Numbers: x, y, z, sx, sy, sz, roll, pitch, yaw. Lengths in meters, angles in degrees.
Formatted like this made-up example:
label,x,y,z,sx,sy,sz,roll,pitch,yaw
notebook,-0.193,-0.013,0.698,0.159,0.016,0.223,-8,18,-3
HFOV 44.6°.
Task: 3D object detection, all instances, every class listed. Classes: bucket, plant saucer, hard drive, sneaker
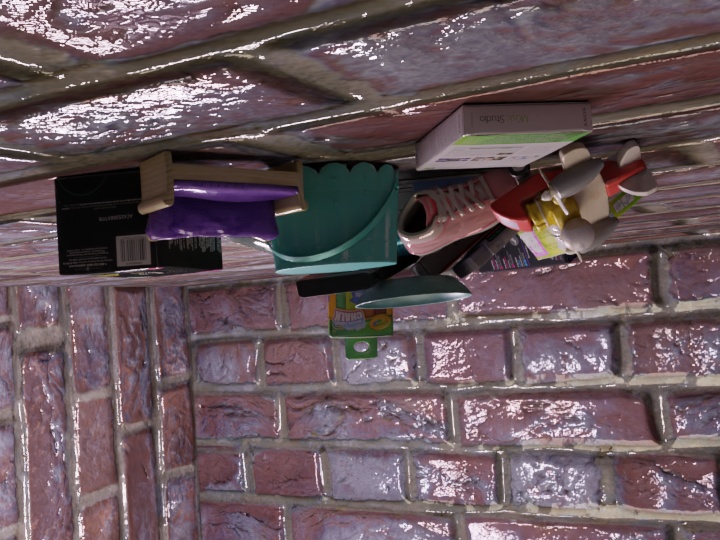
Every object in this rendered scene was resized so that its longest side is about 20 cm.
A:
label,x,y,z,sx,sy,sz,roll,pitch,yaw
bucket,-0.040,-0.069,1.247,0.205,0.136,0.207,-5,176,0
plant saucer,0.088,0.035,1.482,0.198,0.036,0.200,-6,173,-1
hard drive,0.000,0.000,1.480,0.139,0.033,0.200,-8,-171,28
sneaker,0.140,-0.092,1.276,0.199,0.076,0.105,-30,158,11

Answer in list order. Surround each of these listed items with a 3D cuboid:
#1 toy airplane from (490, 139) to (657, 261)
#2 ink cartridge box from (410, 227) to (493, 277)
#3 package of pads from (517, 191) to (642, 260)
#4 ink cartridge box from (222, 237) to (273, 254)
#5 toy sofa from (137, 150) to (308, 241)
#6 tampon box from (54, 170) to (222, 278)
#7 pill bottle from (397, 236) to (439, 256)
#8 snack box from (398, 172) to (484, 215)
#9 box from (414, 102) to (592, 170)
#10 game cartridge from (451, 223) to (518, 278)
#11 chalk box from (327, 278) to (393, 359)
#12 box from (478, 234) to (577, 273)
label,x,y,z,sx,sy,sz,roll,pitch,yaw
toy airplane,0.303,-0.093,1.192,0.198,0.142,0.199,12,151,-22
ink cartridge box,0.183,-0.063,1.509,0.200,0.044,0.174,-42,178,-11
package of pads,0.347,-0.090,1.412,0.154,0.068,0.200,-38,-179,-9
ink cartridge box,-0.138,-0.037,1.486,0.161,0.051,0.200,18,-160,2
toy sofa,-0.169,-0.088,1.090,0.199,0.099,0.083,-1,176,-36
tampon box,-0.298,-0.057,1.205,0.148,0.128,0.200,-4,177,15
pill bottle,0.032,-0.076,1.437,0.198,0.112,0.111,-5,177,11
snack box,0.117,-0.106,1.353,0.198,0.073,0.024,-4,175,9
box,0.154,-0.149,0.993,0.143,0.037,0.200,-3,178,-11
game cartridge,0.244,-0.070,1.478,0.200,0.038,0.130,-42,175,-12
chalk box,-0.002,0.069,1.677,0.124,0.202,0.124,-3,178,-2
box,0.316,-0.072,1.643,0.199,0.107,0.122,-8,-163,44
